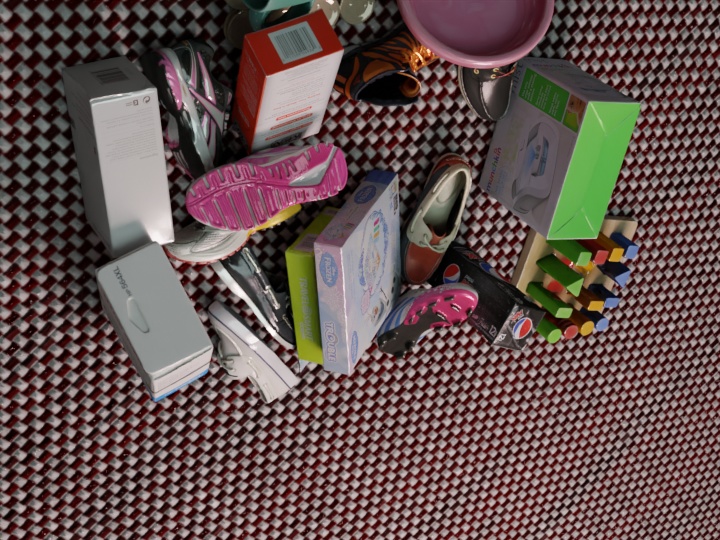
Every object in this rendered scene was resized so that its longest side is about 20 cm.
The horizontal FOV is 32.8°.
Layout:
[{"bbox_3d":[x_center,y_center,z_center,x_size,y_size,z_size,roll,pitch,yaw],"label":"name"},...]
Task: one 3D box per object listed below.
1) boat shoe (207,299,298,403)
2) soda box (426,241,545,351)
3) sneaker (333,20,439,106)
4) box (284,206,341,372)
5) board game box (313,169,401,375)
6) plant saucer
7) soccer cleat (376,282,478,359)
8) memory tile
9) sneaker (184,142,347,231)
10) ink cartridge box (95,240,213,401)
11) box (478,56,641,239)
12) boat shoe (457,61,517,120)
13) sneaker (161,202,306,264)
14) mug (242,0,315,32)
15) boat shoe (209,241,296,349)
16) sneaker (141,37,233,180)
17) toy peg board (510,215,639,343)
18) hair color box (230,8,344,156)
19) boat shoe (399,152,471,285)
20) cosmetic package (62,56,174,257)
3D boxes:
[{"bbox_3d":[-0.159,0.117,1.661,0.070,0.071,0.200,-43,138,-5],"label":"boat shoe"},{"bbox_3d":[0.168,0.031,1.718,0.063,0.200,0.071,17,109,-38],"label":"soda box"},{"bbox_3d":[0.065,-0.258,1.530,0.200,0.112,0.078,-30,130,-13],"label":"sneaker"},{"bbox_3d":[-0.047,0.030,1.650,0.122,0.048,0.200,-51,145,-47],"label":"box"},{"bbox_3d":[0.000,0.000,1.624,0.199,0.043,0.200,-55,149,-51],"label":"board game box"},{"bbox_3d":[0.137,-0.338,1.505,0.200,0.201,0.051,-25,172,-16],"label":"plant saucer"},{"bbox_3d":[0.089,0.049,1.711,0.070,0.086,0.200,30,139,-24],"label":"soccer cleat"},{"bbox_3d":[-0.073,-0.349,1.452,0.200,0.017,0.154,-18,125,-22],"label":"memory tile"},{"bbox_3d":[-0.119,-0.101,1.464,0.200,0.088,0.082,-15,103,-24],"label":"sneaker"},{"bbox_3d":[-0.245,0.065,1.459,0.084,0.146,0.200,-27,174,-15],"label":"ink cartridge box"},{"bbox_3d":[0.269,-0.169,1.670,0.097,0.176,0.200,-2,120,-31],"label":"box"},{"bbox_3d":[0.173,-0.282,1.618,0.074,0.063,0.202,-24,130,-21],"label":"boat shoe"},{"bbox_3d":[-0.166,-0.079,1.535,0.200,0.078,0.082,-35,127,-21],"label":"sneaker"},{"bbox_3d":[-0.080,-0.363,1.343,0.114,0.152,0.185,-19,170,-22],"label":"mug"},{"bbox_3d":[-0.125,0.029,1.619,0.060,0.076,0.200,-38,132,2],"label":"boat shoe"},{"bbox_3d":[-0.183,-0.186,1.451,0.086,0.080,0.200,-34,137,-23],"label":"sneaker"},{"bbox_3d":[0.342,0.023,1.889,0.199,0.098,0.200,2,117,-32],"label":"toy peg board"},{"bbox_3d":[-0.089,-0.215,1.429,0.101,0.061,0.200,-23,164,-19],"label":"hair color box"},{"bbox_3d":[0.105,-0.064,1.700,0.071,0.063,0.200,15,110,-17],"label":"boat shoe"},{"bbox_3d":[-0.277,-0.130,1.403,0.081,0.113,0.200,-15,123,-23],"label":"cosmetic package"}]
